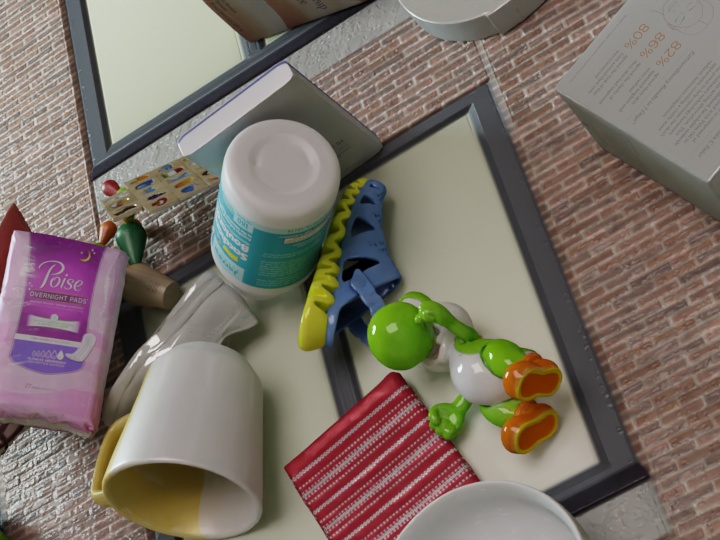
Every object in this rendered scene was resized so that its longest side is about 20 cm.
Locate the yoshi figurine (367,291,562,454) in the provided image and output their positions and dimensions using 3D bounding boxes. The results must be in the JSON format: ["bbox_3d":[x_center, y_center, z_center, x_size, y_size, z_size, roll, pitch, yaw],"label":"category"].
[{"bbox_3d":[0.078,0.082,1.403,0.113,0.112,0.200,-53,46,-3],"label":"yoshi figurine"}]

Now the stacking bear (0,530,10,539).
[{"bbox_3d":[-0.375,0.319,1.587,0.200,0.114,0.122,33,85,38],"label":"stacking bear"}]

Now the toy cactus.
[{"bbox_3d":[-0.269,-0.001,1.717,0.165,0.102,0.200,16,65,29],"label":"toy cactus"}]

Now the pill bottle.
[{"bbox_3d":[-0.086,-0.048,1.537,0.110,0.200,0.111,5,59,-8],"label":"pill bottle"}]

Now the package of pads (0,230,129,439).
[{"bbox_3d":[-0.310,0.066,1.614,0.120,0.076,0.201,10,71,-6],"label":"package of pads"}]

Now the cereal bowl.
[{"bbox_3d":[0.111,0.277,1.285,0.199,0.083,0.201,-17,56,26],"label":"cereal bowl"}]

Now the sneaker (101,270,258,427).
[{"bbox_3d":[-0.182,0.100,1.610,0.088,0.075,0.200,40,108,-1],"label":"sneaker"}]

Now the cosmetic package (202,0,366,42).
[{"bbox_3d":[-0.066,-0.337,1.757,0.199,0.103,0.088,-16,58,29],"label":"cosmetic package"}]

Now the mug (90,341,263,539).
[{"bbox_3d":[-0.175,0.153,1.515,0.186,0.150,0.154,2,54,9],"label":"mug"}]

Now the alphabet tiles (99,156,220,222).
[{"bbox_3d":[-0.176,-0.102,1.675,0.199,0.006,0.166,-25,19,-11],"label":"alphabet tiles"}]

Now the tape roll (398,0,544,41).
[{"bbox_3d":[0.127,-0.332,1.663,0.202,0.037,0.204,-17,55,26],"label":"tape roll"}]

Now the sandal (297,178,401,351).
[{"bbox_3d":[0.000,0.000,1.543,0.087,0.080,0.201,14,60,0],"label":"sandal"}]

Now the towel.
[{"bbox_3d":[0.027,0.199,1.431,0.145,0.022,0.200,-41,50,5],"label":"towel"}]

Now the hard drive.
[{"bbox_3d":[-0.075,-0.125,1.571,0.132,0.200,0.025,-35,62,13],"label":"hard drive"}]

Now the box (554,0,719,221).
[{"bbox_3d":[0.300,-0.150,1.388,0.152,0.106,0.200,-49,47,0],"label":"box"}]

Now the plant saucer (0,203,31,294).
[{"bbox_3d":[-0.401,0.042,1.738,0.037,0.200,0.200,26,77,1],"label":"plant saucer"}]

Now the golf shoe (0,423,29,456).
[{"bbox_3d":[-0.400,0.173,1.660,0.077,0.200,0.088,16,112,32],"label":"golf shoe"}]
